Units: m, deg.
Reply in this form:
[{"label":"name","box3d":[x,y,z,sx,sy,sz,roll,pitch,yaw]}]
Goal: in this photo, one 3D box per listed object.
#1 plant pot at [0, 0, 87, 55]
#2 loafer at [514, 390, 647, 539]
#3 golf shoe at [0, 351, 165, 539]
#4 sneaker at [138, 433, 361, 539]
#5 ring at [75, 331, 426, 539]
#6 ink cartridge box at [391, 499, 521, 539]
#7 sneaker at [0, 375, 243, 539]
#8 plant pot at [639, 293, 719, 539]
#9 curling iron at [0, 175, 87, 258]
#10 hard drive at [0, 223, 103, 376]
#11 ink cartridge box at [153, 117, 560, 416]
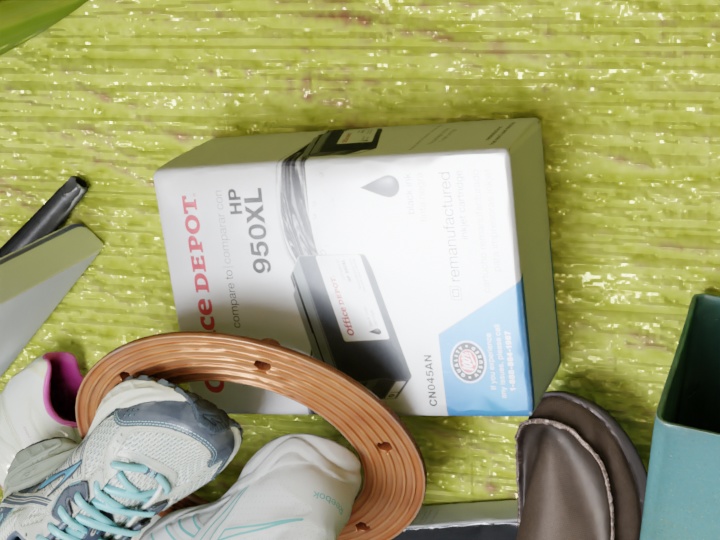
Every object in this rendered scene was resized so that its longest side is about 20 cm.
[{"label":"plant pot","box3d":[-0.297,-0.170,0.796,0.181,0.200,0.199,-32,94,32]},{"label":"loafer","box3d":[0.116,0.166,0.796,0.073,0.071,0.201,0,102,45]},{"label":"golf shoe","box3d":[-0.146,0.130,0.898,0.200,0.075,0.092,36,111,5]},{"label":"sneaker","box3d":[-0.076,0.167,0.801,0.070,0.080,0.200,31,130,-19]},{"label":"ring","box3d":[-0.060,0.097,0.809,0.199,0.019,0.201,9,137,8]},{"label":"ink cartridge box","box3d":[0.015,0.193,0.882,0.199,0.037,0.095,-7,103,23]},{"label":"sneaker","box3d":[-0.135,0.127,0.786,0.077,0.087,0.200,35,136,-21]},{"label":"plant pot","box3d":[0.213,0.142,0.747,0.141,0.141,0.201,13,118,15]},{"label":"curling iron","box3d":[-0.242,0.004,0.916,0.200,0.026,0.050,-36,95,24]},{"label":"hard drive","box3d":[-0.245,0.062,0.877,0.025,0.132,0.200,43,114,3]},{"label":"ink cartridge box","box3d":[0.000,0.000,0.800,0.199,0.084,0.145,-2,106,20]}]
